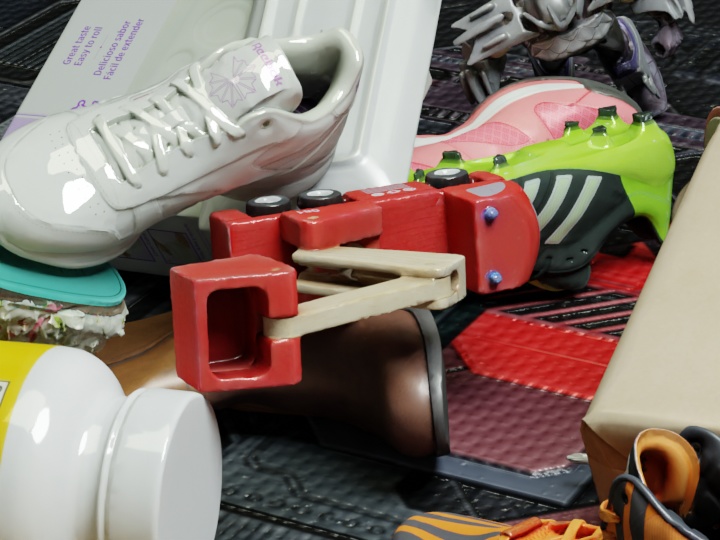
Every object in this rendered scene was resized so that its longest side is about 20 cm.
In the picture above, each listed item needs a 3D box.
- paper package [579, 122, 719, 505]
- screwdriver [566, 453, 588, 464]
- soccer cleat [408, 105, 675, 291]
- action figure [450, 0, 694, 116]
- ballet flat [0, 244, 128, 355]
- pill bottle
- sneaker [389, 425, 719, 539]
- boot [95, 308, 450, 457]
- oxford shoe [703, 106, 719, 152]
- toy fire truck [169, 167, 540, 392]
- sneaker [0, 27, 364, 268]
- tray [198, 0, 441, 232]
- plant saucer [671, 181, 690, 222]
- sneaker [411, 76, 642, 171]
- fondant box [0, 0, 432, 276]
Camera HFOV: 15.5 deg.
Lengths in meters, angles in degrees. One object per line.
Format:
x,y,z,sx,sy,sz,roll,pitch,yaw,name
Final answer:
0.210,0.042,1.095,0.190,0.104,0.200,9,44,22,paper package
0.188,0.087,1.140,0.199,0.028,0.029,2,11,6,screwdriver
0.073,-0.023,1.313,0.199,0.081,0.067,-15,17,-25,soccer cleat
0.120,-0.126,1.451,0.130,0.070,0.200,-13,-8,11,action figure
-0.190,0.008,1.143,0.199,0.064,0.076,20,31,-36,ballet flat
-0.163,0.083,1.086,0.199,0.113,0.113,5,27,14,pill bottle
0.094,0.104,1.018,0.199,0.113,0.077,17,31,34,sneaker
-0.070,0.052,1.194,0.199,0.069,0.188,-11,27,-16,boot
0.237,-0.039,1.288,0.073,0.071,0.200,-7,26,-15,oxford shoe
0.000,0.000,1.151,0.199,0.049,0.141,-9,15,-22,toy fire truck
-0.084,-0.066,1.179,0.199,0.100,0.075,-21,69,-36,sneaker
-0.018,-0.106,1.318,0.107,0.022,0.201,-7,49,21,tray
0.259,-0.017,1.351,0.199,0.030,0.200,-3,26,1,plant saucer
0.060,-0.039,1.387,0.199,0.074,0.087,-14,36,-7,sneaker
-0.082,-0.070,1.372,0.199,0.058,0.145,6,55,30,fondant box
